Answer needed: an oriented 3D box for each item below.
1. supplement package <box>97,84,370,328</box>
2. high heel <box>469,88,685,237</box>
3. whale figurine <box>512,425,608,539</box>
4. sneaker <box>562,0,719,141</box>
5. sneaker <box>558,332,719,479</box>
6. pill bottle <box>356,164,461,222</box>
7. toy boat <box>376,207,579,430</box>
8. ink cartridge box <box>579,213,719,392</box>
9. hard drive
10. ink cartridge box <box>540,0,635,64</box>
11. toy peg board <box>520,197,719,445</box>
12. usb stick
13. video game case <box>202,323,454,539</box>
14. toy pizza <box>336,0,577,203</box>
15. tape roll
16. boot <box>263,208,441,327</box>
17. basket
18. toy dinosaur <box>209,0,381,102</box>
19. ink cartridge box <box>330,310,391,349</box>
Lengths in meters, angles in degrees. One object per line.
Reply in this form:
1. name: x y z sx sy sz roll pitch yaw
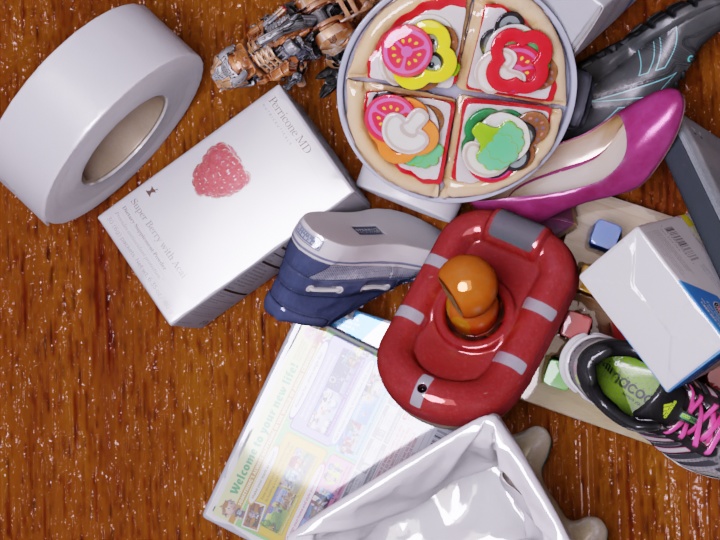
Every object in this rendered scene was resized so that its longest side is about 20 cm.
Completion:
1. supplement package: -0.110 -0.054 1.336 0.200 0.120 0.121 -36 82 4
2. high heel: 0.183 -0.098 1.270 0.096 0.200 0.068 18 53 -29
3. whale figurine: 0.143 0.242 1.318 0.159 0.104 0.201 -11 63 15
4. sneaker: 0.256 -0.179 1.331 0.200 0.075 0.079 -31 98 11
5. sneaker: 0.252 0.113 1.204 0.200 0.087 0.074 30 91 7
6. pill bottle: 0.075 -0.152 1.322 0.113 0.113 0.201 21 91 7
7. toy boat: 0.091 0.030 1.228 0.130 0.131 0.200 23 74 21
8. ink cartridge box: 0.273 0.018 1.205 0.067 0.200 0.116 -44 73 29
9. hard drive: 0.323 -0.033 1.230 0.139 0.200 0.033 26 124 -32
10. ink cartridge box: 0.187 -0.289 1.276 0.146 0.083 0.200 42 53 6
11. toy peg board: 0.258 0.050 1.300 0.199 0.098 0.200 19 90 7
12. usb stick: 0.102 -0.169 1.251 0.199 0.033 0.056 17 92 -11
13. video game case: -0.015 0.165 1.299 0.182 0.022 0.201 26 92 6
14. toy pizza: 0.080 -0.144 1.221 0.199 0.032 0.201 -1 116 -3
15. tape roll: -0.232 -0.136 1.315 0.071 0.202 0.203 42 93 6
16. boot: 0.000 0.000 1.307 0.073 0.200 0.091 46 118 35
17. basket: 0.063 0.222 1.210 0.200 0.123 0.136 -31 78 4
18. toy dinosaur: -0.034 -0.210 1.326 0.199 0.136 0.103 -8 86 7
19. ink cartridge box: -0.008 0.139 1.343 0.115 0.067 0.201 17 90 6
